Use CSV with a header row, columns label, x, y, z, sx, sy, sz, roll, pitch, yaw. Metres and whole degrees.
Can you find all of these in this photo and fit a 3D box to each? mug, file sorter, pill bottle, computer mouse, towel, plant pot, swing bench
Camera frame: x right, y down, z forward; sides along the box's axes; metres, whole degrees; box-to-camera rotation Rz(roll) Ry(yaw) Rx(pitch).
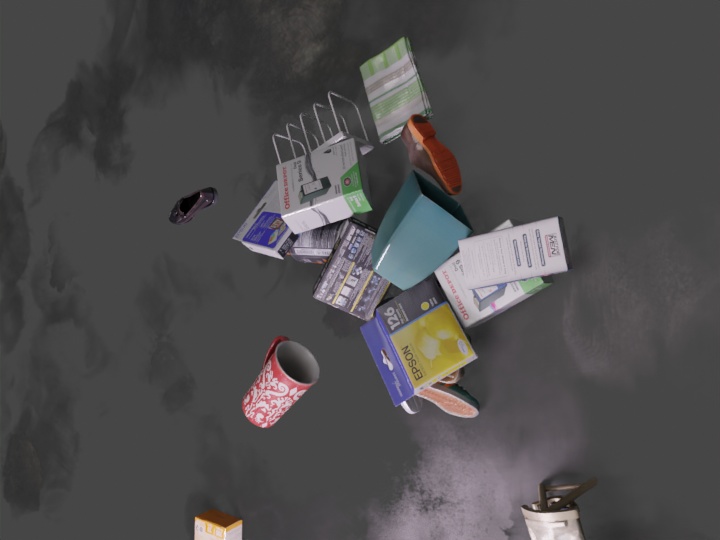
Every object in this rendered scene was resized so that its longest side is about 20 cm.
label,x,y,z,sx,sy,sz,roll,pitch,yaw
mug,-0.206,0.286,1.568,0.132,0.179,0.201,33,117,-11
file sorter,-0.095,-0.312,1.461,0.197,0.137,0.128,-27,74,29
pill bottle,-0.106,-0.073,1.488,0.196,0.105,0.110,4,93,33
computer mouse,0.109,0.056,1.372,0.197,0.058,0.035,-29,77,19
towel,0.077,-0.417,1.411,0.147,0.030,0.205,-22,79,30
plant pot,0.113,-0.073,1.293,0.140,0.142,0.201,31,112,-19
swing bench,0.388,0.519,1.124,0.127,0.198,0.205,-19,81,30

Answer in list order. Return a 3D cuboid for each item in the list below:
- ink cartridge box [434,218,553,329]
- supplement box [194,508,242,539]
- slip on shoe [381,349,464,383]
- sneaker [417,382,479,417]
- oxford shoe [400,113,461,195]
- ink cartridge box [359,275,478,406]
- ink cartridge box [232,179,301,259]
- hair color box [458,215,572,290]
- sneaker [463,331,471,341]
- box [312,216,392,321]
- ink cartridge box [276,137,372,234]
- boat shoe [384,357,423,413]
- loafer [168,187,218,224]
label,x,y,z,sx,sy,sz,roll,pitch,yaw
ink cartridge box,0.272,0.010,1.258,0.198,0.087,0.148,-34,74,29
supplement box,-0.400,0.795,1.706,0.123,0.073,0.207,2,92,33
slip on shoe,0.133,0.185,1.308,0.196,0.060,0.078,16,92,30
sneaker,0.175,0.247,1.333,0.196,0.081,0.072,26,140,8
oxford shoe,0.156,-0.245,1.350,0.073,0.070,0.203,-42,71,48
ink cartridge box,0.112,0.143,1.266,0.197,0.047,0.200,-30,60,4
ink cartridge box,-0.199,-0.130,1.493,0.197,0.044,0.200,16,65,46
hair color box,0.293,-0.030,1.161,0.196,0.060,0.103,-13,84,30
sneaker,0.144,0.124,1.335,0.195,0.081,0.075,12,70,28
box,0.000,0.000,1.399,0.158,0.049,0.203,23,108,-15
ink cartridge box,-0.083,-0.187,1.366,0.195,0.084,0.149,-17,61,12
boat shoe,0.086,0.230,1.401,0.067,0.072,0.205,-35,67,53
loafer,-0.499,-0.191,1.762,0.197,0.062,0.074,-23,78,31
